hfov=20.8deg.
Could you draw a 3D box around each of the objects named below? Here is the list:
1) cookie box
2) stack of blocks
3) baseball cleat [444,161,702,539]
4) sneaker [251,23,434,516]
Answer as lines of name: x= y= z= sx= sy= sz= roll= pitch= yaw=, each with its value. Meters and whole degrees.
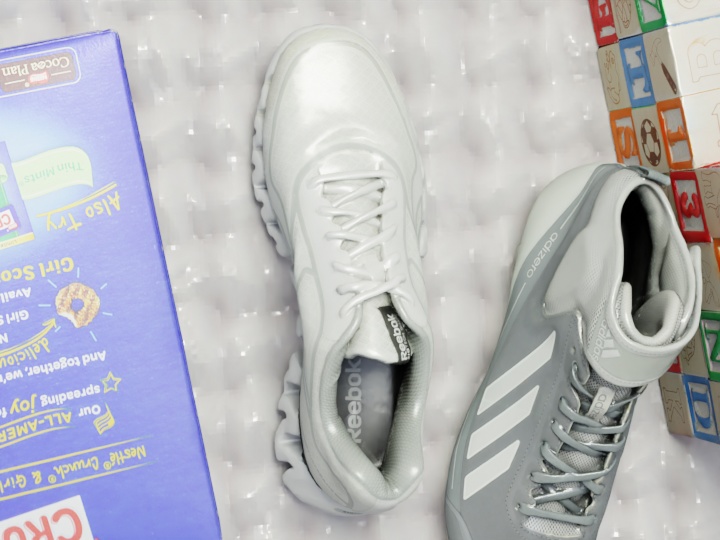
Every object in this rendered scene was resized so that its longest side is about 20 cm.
cookie box: x=-0.158 y=0.025 z=0.750 sx=0.170 sy=0.075 sz=0.202 roll=-12 pitch=93 yaw=-13
stack of blocks: x=0.155 y=-0.032 z=0.801 sx=0.058 sy=0.115 sz=0.202 roll=-12 pitch=93 yaw=-12
baseball cleat: x=0.084 y=0.055 z=0.790 sx=0.069 sy=0.106 sz=0.202 roll=8 pitch=91 yaw=-18
sneaker: x=0.000 y=0.000 z=0.785 sx=0.074 sy=0.081 sz=0.202 roll=-6 pitch=91 yaw=-11
